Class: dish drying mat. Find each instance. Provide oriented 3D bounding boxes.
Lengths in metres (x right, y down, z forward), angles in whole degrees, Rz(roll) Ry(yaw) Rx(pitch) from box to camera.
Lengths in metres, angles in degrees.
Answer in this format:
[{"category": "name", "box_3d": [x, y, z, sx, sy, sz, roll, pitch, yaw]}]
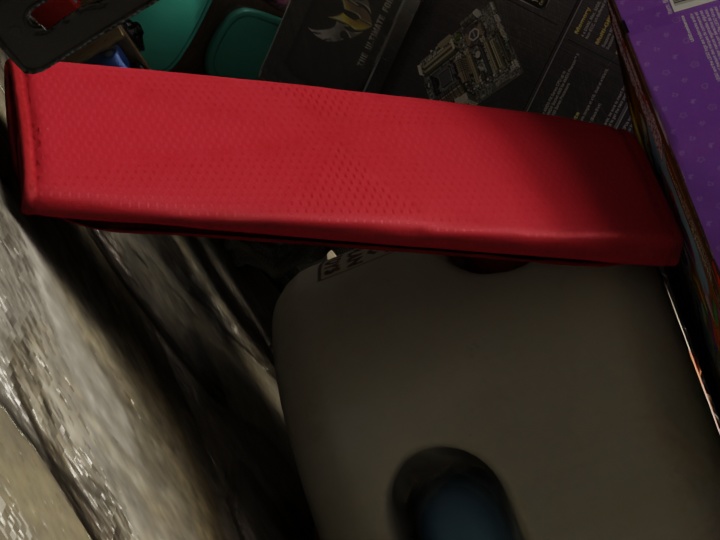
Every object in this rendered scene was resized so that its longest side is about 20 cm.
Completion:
[{"category": "dish drying mat", "box_3d": [-0.006, -0.031, 0.809, 0.077, 0.200, 0.018, -105, -156, -51]}]

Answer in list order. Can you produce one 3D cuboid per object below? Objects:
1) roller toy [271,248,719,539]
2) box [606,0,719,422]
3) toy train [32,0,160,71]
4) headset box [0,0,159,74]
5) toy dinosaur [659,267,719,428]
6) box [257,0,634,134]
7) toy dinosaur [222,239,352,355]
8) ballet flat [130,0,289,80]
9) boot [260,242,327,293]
[{"category": "roller toy", "box_3d": [0.050, 0.067, 0.894, 0.182, 0.140, 0.200, 61, 11, -57]}, {"category": "box", "box_3d": [0.126, 0.013, 0.836, 0.137, 0.039, 0.200, 71, 3, -45]}, {"category": "toy train", "box_3d": [-0.112, -0.104, 0.907, 0.200, 0.034, 0.046, 55, 10, -32]}, {"category": "headset box", "box_3d": [-0.094, -0.127, 0.456, 0.200, 0.174, 0.093, 58, 6, -6]}, {"category": "toy dinosaur", "box_3d": [0.092, 0.012, 1.068, 0.200, 0.102, 0.136, 25, 18, -21]}, {"category": "box", "box_3d": [0.073, -0.119, 0.937, 0.158, 0.200, 0.048, 28, 31, 5]}, {"category": "toy dinosaur", "box_3d": [0.000, 0.000, 1.036, 0.047, 0.088, 0.200, -57, 131, -75]}, {"category": "ballet flat", "box_3d": [-0.074, -0.103, 1.036, 0.071, 0.069, 0.200, 32, 4, 38]}, {"category": "boot", "box_3d": [-0.014, -0.080, 1.152, 0.068, 0.131, 0.200, 55, 7, -35]}]
